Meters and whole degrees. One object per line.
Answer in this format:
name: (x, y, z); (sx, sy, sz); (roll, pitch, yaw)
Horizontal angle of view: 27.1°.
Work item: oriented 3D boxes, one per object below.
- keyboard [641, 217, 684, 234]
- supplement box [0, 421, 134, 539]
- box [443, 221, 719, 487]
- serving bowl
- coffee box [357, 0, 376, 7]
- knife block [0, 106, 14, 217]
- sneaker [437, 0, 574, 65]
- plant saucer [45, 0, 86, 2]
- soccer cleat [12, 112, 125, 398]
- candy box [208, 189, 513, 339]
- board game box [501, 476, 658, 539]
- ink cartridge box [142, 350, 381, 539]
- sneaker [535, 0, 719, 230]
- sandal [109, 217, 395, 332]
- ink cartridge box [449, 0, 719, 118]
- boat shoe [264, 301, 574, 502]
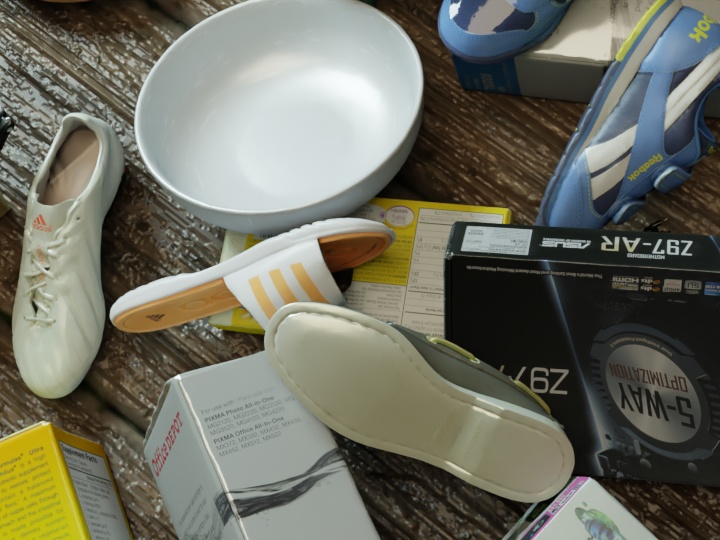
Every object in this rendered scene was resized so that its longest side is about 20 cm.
keyboard: (0.186, 0.020, 0.986); (0.200, 0.040, 0.104); (-9, 70, 19)
supplement box: (-0.201, 0.215, 0.963); (0.109, 0.109, 0.200); (-23, 73, 3)
box: (0.153, 0.053, 0.929); (0.199, 0.161, 0.044); (4, 32, 10)
serving bowl: (-0.050, -0.099, 1.028); (0.200, 0.066, 0.200); (-6, 53, 9)
coffee box: (-0.006, -0.296, 1.057); (0.044, 0.123, 0.201); (5, 78, 10)
knife block: (-0.324, -0.059, 1.020); (0.200, 0.176, 0.064); (-40, 72, -2)
sneaker: (0.126, -0.213, 0.946); (0.200, 0.082, 0.074); (-42, 73, -1)
plant saucer: (-0.211, -0.293, 1.135); (0.200, 0.037, 0.201); (-2, 74, 8)
soccer cleat: (-0.209, -0.013, 1.040); (0.069, 0.078, 0.200); (6, 77, 11)
candy box: (0.000, 0.000, 1.021); (0.200, 0.026, 0.102); (6, 78, 16)
board game box: (0.084, 0.216, 0.892); (0.064, 0.148, 0.200); (41, 85, 7)
ink cartridge box: (-0.055, 0.164, 0.924); (0.083, 0.145, 0.200); (-17, 72, -23)
sneaker: (0.171, -0.070, 0.933); (0.082, 0.074, 0.200); (29, 111, 3)
sandal: (-0.066, 0.023, 0.982); (0.206, 0.079, 0.059); (-20, 72, 18)
ink cartridge box: (0.173, -0.193, 1.019); (0.200, 0.084, 0.145); (8, 76, 12)
boat shoe: (0.034, 0.074, 0.902); (0.201, 0.060, 0.072); (27, 104, -7)
